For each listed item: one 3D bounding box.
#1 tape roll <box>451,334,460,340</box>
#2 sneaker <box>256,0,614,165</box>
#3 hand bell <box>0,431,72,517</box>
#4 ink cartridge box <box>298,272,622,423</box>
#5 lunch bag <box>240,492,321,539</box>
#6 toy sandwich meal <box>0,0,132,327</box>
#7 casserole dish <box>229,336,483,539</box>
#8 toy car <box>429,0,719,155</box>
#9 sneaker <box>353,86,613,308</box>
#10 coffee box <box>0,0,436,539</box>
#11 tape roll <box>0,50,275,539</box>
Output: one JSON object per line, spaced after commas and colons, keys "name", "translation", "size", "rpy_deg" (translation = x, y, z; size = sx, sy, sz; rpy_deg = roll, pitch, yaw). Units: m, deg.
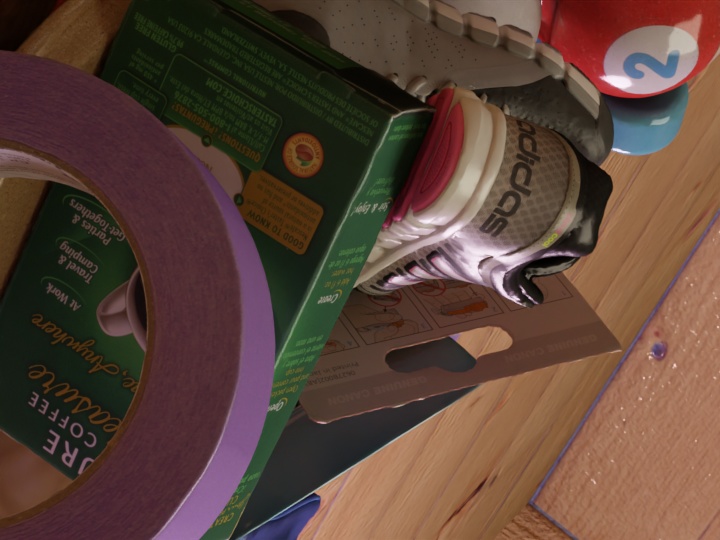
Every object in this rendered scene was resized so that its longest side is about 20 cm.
{"name": "tape roll", "translation": [-0.029, 0.027, 1.474], "size": [0.200, 0.085, 0.200], "rpy_deg": [-34, 151, -22]}
{"name": "sneaker", "translation": [0.014, -0.072, 1.136], "size": [0.075, 0.200, 0.116], "rpy_deg": [-50, -168, 53]}
{"name": "hand bell", "translation": [-0.077, 0.029, 1.056], "size": [0.200, 0.104, 0.104], "rpy_deg": [-52, 170, 29]}
{"name": "ink cartridge box", "translation": [0.000, 0.000, 1.141], "size": [0.161, 0.200, 0.050], "rpy_deg": [-13, 138, -26]}
{"name": "lunch bag", "translation": [-0.112, 0.175, 1.606], "size": [0.136, 0.132, 0.200], "rpy_deg": [-54, 168, 14]}
{"name": "toy sandwich meal", "translation": [-0.128, -0.050, 1.038], "size": [0.205, 0.070, 0.205], "rpy_deg": [-45, 155, -27]}
{"name": "casserole dish", "translation": [-0.028, 0.081, 1.188], "size": [0.200, 0.039, 0.121], "rpy_deg": [-31, -178, -19]}
{"name": "toy car", "translation": [0.080, -0.138, 1.337], "size": [0.200, 0.177, 0.185], "rpy_deg": [-34, 151, -31]}
{"name": "sneaker", "translation": [0.045, -0.020, 1.025], "size": [0.200, 0.087, 0.074], "rpy_deg": [148, -37, -74]}
{"name": "coffee box", "translation": [-0.067, -0.003, 0.977], "size": [0.044, 0.123, 0.200], "rpy_deg": [-14, 132, -63]}
{"name": "tape roll", "translation": [-0.133, 0.026, 0.894], "size": [0.200, 0.200, 0.066], "rpy_deg": [-51, 169, -2]}
